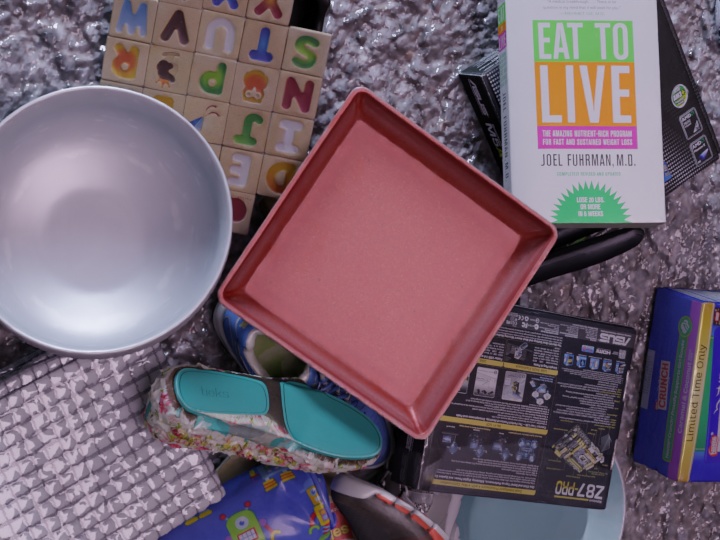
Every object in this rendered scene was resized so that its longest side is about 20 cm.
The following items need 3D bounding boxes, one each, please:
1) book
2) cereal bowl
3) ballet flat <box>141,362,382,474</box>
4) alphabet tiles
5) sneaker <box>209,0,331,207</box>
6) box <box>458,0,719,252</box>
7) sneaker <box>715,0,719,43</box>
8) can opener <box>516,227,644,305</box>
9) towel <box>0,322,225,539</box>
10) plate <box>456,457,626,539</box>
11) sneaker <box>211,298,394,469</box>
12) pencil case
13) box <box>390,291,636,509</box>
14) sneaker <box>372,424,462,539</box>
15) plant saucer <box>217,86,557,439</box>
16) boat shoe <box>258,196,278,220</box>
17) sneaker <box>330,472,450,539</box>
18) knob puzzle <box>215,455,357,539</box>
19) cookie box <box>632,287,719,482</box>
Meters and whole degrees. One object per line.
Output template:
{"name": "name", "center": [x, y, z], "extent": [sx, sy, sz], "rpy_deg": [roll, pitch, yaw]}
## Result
{"name": "book", "center": [0.182, -0.136, 1.375], "extent": [0.133, 0.048, 0.201], "rpy_deg": [-1, 84, -12]}
{"name": "cereal bowl", "center": [-0.196, -0.030, 1.215], "extent": [0.199, 0.083, 0.201], "rpy_deg": [2, 79, -11]}
{"name": "ballet flat", "center": [-0.078, 0.116, 1.252], "extent": [0.199, 0.064, 0.076], "rpy_deg": [20, 48, -30]}
{"name": "alphabet tiles", "center": [-0.116, -0.130, 1.250], "extent": [0.165, 0.006, 0.201], "rpy_deg": [11, 108, -7]}
{"name": "sneaker", "center": [-0.081, -0.143, 1.280], "extent": [0.073, 0.080, 0.201], "rpy_deg": [16, 92, -32]}
{"name": "box", "center": [0.207, -0.137, 1.454], "extent": [0.199, 0.047, 0.194], "rpy_deg": [-33, 114, -19]}
{"name": "sneaker", "center": [0.378, -0.256, 1.488], "extent": [0.075, 0.115, 0.201], "rpy_deg": [-23, 108, -23]}
{"name": "can opener", "center": [0.145, -0.009, 1.411], "extent": [0.199, 0.064, 0.079], "rpy_deg": [-27, 155, 3]}
{"name": "towel", "center": [-0.224, 0.142, 1.246], "extent": [0.199, 0.085, 0.166], "rpy_deg": [-30, 104, -26]}
{"name": "plate", "center": [0.156, 0.227, 1.499], "extent": [0.199, 0.026, 0.202], "rpy_deg": [-5, 101, -29]}
{"name": "sneaker", "center": [-0.044, 0.097, 1.330], "extent": [0.076, 0.077, 0.200], "rpy_deg": [-45, 112, 2]}
{"name": "pencil case", "center": [-0.112, 0.219, 1.300], "extent": [0.199, 0.078, 0.087], "rpy_deg": [-30, 81, -7]}
{"name": "box", "center": [0.131, 0.110, 1.372], "extent": [0.199, 0.049, 0.162], "rpy_deg": [10, 87, -31]}
{"name": "sneaker", "center": [0.041, 0.189, 1.401], "extent": [0.082, 0.075, 0.201], "rpy_deg": [-9, 103, -28]}
{"name": "plant saucer", "center": [0.020, -0.005, 1.279], "extent": [0.200, 0.037, 0.200], "rpy_deg": [35, 84, -8]}
{"name": "boat shoe", "center": [0.000, 0.000, 1.350], "extent": [0.063, 0.073, 0.200], "rpy_deg": [-44, 115, -12]}
{"name": "sneaker", "center": [0.034, 0.244, 1.335], "extent": [0.082, 0.077, 0.200], "rpy_deg": [-51, 118, -15]}
{"name": "knob puzzle", "center": [-0.068, 0.233, 1.368], "extent": [0.218, 0.030, 0.221], "rpy_deg": [-2, 98, -12]}
{"name": "cookie box", "center": [0.367, 0.111, 1.565], "extent": [0.199, 0.075, 0.172], "rpy_deg": [4, 97, -28]}
